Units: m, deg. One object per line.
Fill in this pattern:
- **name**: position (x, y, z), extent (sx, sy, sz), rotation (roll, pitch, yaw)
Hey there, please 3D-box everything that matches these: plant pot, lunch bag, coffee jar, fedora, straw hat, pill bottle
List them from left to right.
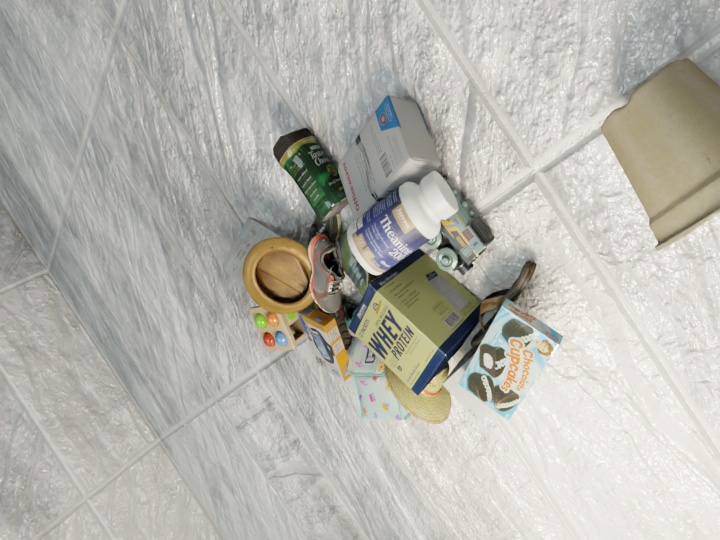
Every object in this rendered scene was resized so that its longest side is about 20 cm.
- **fedora**: position (-0.189, 0.005, 1.286), extent (0.192, 0.082, 0.208), rotation (-2, 111, -4)
- **coffee jar**: position (-0.104, -0.218, 1.169), extent (0.202, 0.104, 0.085), rotation (52, 131, 3)
- **lunch bag**: position (0.059, 0.254, 1.289), extent (0.167, 0.119, 0.208), rotation (-13, 89, 48)
- **pill bottle**: position (0.078, -0.089, 0.965), extent (0.197, 0.111, 0.113), rotation (-34, 91, 25)
- **straw hat**: position (0.150, 0.222, 1.150), extent (0.201, 0.200, 0.086), rotation (45, 120, 10)
- **plant pot**: position (0.429, -0.163, 0.697), extent (0.187, 0.197, 0.201), rotation (58, 137, 13)

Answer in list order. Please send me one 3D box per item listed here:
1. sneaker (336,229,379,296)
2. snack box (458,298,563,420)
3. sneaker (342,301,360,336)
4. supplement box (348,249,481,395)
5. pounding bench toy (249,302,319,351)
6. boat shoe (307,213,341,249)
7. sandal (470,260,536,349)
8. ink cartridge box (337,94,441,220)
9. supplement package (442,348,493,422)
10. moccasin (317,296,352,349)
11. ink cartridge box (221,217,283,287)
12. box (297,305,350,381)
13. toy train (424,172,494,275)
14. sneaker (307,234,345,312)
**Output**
- **sneaker**: position (0.000, 0.000, 1.235), extent (0.088, 0.066, 0.207), rotation (-6, 107, 46)
- **snack box**: position (0.268, 0.165, 0.957), extent (0.114, 0.037, 0.205), rotation (33, 127, 20)
- **sneaker**: position (0.024, 0.119, 1.260), extent (0.196, 0.071, 0.082), rotation (2, 124, 49)
- **supplement box**: position (0.119, 0.098, 1.085), extent (0.199, 0.198, 0.136), rotation (41, 132, 16)
- **pounding bench toy**: position (-0.212, 0.092, 1.402), extent (0.122, 0.155, 0.206), rotation (-11, 107, 43)
- **boat shoe**: position (-0.094, -0.072, 1.269), extent (0.070, 0.066, 0.206), rotation (28, 132, 20)
- **sandal**: position (0.264, 0.060, 1.008), extent (0.054, 0.081, 0.204), rotation (33, 118, 13)
- **ink cartridge box**: position (0.049, -0.207, 1.022), extent (0.200, 0.082, 0.149), rotation (-44, 56, 46)
- **supplement package**: position (0.277, 0.193, 1.067), extent (0.109, 0.113, 0.202), rotation (44, 132, 10)
- **moccasin**: position (-0.075, 0.113, 1.358), extent (0.077, 0.073, 0.207), rotation (2, 119, 55)
- **ink cartridge box**: position (-0.274, -0.035, 1.406), extent (0.198, 0.056, 0.166), rotation (29, 89, 47)
- **box**: position (-0.085, 0.195, 1.340), extent (0.117, 0.041, 0.206), rotation (19, 133, 47)
- **toy train**: position (0.170, -0.092, 1.027), extent (0.114, 0.085, 0.202), rotation (-40, 83, 32)
- **sneaker**: position (-0.072, 0.021, 1.228), extent (0.081, 0.076, 0.206), rotation (25, 137, 44)
